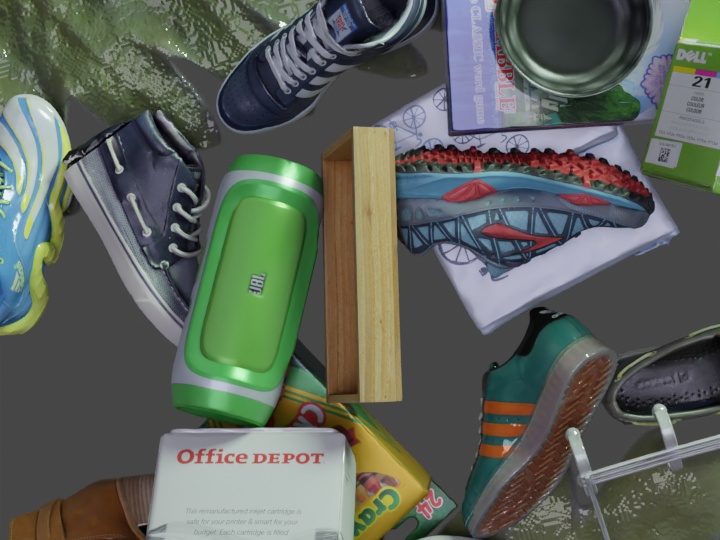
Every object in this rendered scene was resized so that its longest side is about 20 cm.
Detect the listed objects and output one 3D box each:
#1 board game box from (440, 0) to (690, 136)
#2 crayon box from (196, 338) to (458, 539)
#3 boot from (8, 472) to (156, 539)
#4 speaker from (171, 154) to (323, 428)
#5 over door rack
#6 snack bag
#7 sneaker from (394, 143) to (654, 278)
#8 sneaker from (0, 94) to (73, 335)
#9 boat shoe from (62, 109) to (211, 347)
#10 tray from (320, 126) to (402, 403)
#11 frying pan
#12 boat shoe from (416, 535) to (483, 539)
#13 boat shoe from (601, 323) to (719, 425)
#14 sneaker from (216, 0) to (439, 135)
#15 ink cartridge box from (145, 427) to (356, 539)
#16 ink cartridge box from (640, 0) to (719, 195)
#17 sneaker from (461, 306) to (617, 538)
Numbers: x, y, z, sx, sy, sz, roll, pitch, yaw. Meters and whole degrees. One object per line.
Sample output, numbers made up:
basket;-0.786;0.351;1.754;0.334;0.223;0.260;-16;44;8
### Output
board game box;0.160;-0.208;0.894;0.199;0.041;0.201;-4;93;0
crayon box;-0.032;0.168;0.970;0.200;0.051;0.127;45;99;0
boot;-0.208;0.264;0.955;0.155;0.077;0.200;-15;63;2
speaker;-0.086;0.016;0.917;0.088;0.088;0.201;11;77;6
over door rack;0.250;0.181;0.918;0.147;0.067;0.200;-17;119;9
snack bag;0.126;-0.069;0.940;0.188;0.021;0.200;-28;92;9
sneaker;0.122;-0.042;0.907;0.199;0.079;0.096;6;115;9
sneaker;-0.282;-0.042;0.952;0.075;0.105;0.201;5;97;6
boat shoe;-0.152;-0.034;0.950;0.093;0.075;0.200;-34;90;17
tray;0.000;0.000;0.902;0.037;0.099;0.201;0;84;-16
frying pan;0.174;-0.214;0.857;0.115;0.031;0.190;33;89;-1
boat shoe;0.031;0.262;0.938;0.201;0.065;0.075;-2;119;-16
boat shoe;0.284;0.074;0.915;0.201;0.060;0.072;-18;94;9
sneaker;-0.034;-0.171;0.905;0.200;0.108;0.070;-30;91;9
ink cartridge box;-0.080;0.224;0.867;0.146;0.083;0.201;-1;60;8
ink cartridge box;0.300;-0.147;0.847;0.147;0.076;0.201;9;100;-32
sneaker;0.128;0.120;0.942;0.080;0.071;0.200;48;121;42
